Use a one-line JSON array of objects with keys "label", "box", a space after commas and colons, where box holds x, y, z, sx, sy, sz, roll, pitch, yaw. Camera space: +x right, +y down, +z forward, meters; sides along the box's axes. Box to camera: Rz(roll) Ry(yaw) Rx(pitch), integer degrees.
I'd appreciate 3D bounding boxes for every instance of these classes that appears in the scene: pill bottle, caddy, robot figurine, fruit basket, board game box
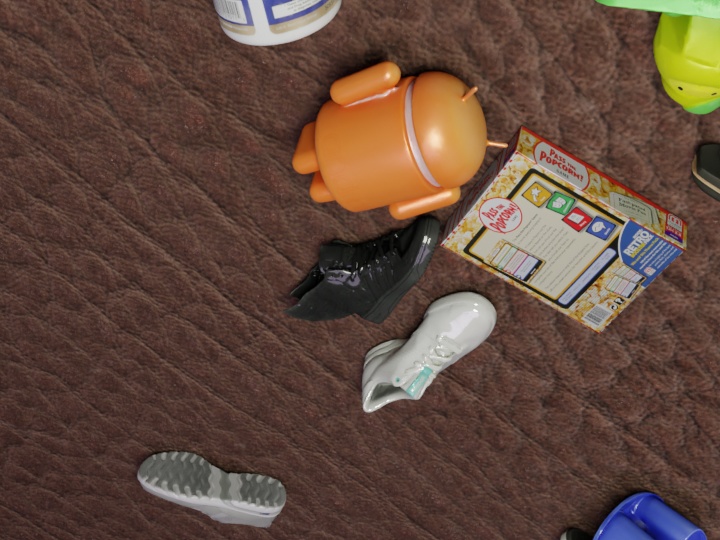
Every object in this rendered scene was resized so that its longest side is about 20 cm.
[{"label": "pill bottle", "box": [-0.089, -0.306, 1.099, 0.115, 0.116, 0.201, 0, 131, 16]}, {"label": "caddy", "box": [0.334, 0.366, 1.544, 0.105, 0.141, 0.201, 29, 127, 47]}, {"label": "robot figurine", "box": [0.036, -0.123, 1.227, 0.199, 0.117, 0.145, -12, 91, 26]}, {"label": "fruit basket", "box": [0.295, -0.214, 1.062, 0.214, 0.156, 0.217, 5, 114, 10]}, {"label": "board game box", "box": [0.205, -0.037, 1.299, 0.199, 0.046, 0.152, 29, 132, -10]}]

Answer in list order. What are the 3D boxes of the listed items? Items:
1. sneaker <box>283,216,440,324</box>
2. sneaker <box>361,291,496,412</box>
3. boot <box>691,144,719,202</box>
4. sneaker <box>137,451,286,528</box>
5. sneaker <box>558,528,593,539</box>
[{"label": "sneaker", "box": [0.001, -0.002, 1.380, 0.104, 0.060, 0.200, 23, 136, -11]}, {"label": "sneaker", "box": [0.075, 0.101, 1.431, 0.075, 0.089, 0.200, 38, 129, -16]}, {"label": "boot", "box": [0.384, -0.030, 1.240, 0.199, 0.078, 0.138, 26, 137, -6]}, {"label": "sneaker", "box": [-0.202, 0.304, 1.699, 0.199, 0.075, 0.082, 17, 131, 0]}, {"label": "sneaker", "box": [0.278, 0.419, 1.662, 0.120, 0.084, 0.200, -27, 120, 23]}]
